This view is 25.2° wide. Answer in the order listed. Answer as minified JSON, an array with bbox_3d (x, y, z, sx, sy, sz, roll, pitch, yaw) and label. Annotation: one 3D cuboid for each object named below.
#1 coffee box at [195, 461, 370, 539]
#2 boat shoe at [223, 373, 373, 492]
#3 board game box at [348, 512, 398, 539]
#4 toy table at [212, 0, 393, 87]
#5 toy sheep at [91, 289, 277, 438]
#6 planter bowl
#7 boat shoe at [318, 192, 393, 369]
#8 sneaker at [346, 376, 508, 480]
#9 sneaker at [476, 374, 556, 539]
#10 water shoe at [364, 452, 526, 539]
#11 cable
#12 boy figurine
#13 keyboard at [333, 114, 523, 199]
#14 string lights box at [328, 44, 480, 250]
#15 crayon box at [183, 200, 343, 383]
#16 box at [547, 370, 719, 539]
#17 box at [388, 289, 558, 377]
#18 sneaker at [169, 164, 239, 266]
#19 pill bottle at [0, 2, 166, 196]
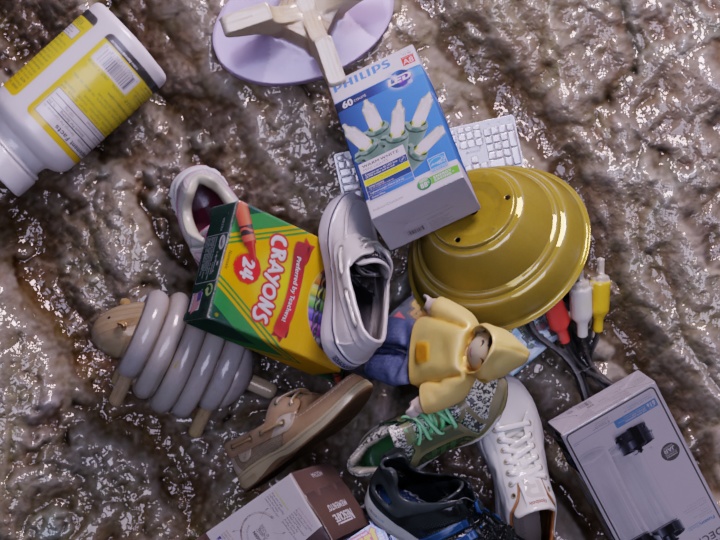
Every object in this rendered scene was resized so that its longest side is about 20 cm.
[{"bbox_3d":[-0.103,0.281,1.612,0.200,0.113,0.080,-37,78,17],"label":"coffee box"},{"bbox_3d":[-0.069,0.154,1.641,0.200,0.071,0.065,-39,77,31],"label":"boat shoe"},{"bbox_3d":[0.041,0.321,1.674,0.199,0.062,0.201,-20,88,-3],"label":"board game box"},{"bbox_3d":[-0.058,-0.269,1.686,0.200,0.117,0.184,-30,88,-4],"label":"toy table"},{"bbox_3d":[-0.180,0.091,1.654,0.199,0.138,0.138,22,85,-14],"label":"toy sheep"},{"bbox_3d":[0.127,-0.043,1.640,0.200,0.084,0.201,-13,54,19],"label":"planter bowl"},{"bbox_3d":[0.000,0.000,1.607,0.072,0.066,0.201,30,47,-29],"label":"boat shoe"},{"bbox_3d":[0.065,0.162,1.637,0.200,0.089,0.077,-40,77,22],"label":"sneaker"},{"bbox_3d":[0.171,0.206,1.660,0.073,0.085,0.201,-12,96,-17],"label":"sneaker"},{"bbox_3d":[0.099,0.251,1.601,0.199,0.072,0.079,23,129,6],"label":"water shoe"},{"bbox_3d":[0.229,0.089,1.670,0.097,0.050,0.201,-19,105,-12],"label":"cable"},{"bbox_3d":[0.074,0.086,1.596,0.200,0.064,0.125,4,75,42],"label":"boy figurine"},{"bbox_3d":[0.074,-0.119,1.731,0.199,0.011,0.057,-13,86,-2],"label":"keyboard"},{"bbox_3d":[0.043,-0.128,1.647,0.102,0.059,0.200,-25,50,8],"label":"string lights box"},{"bbox_3d":[-0.072,0.025,1.638,0.200,0.051,0.127,24,69,-33],"label":"crayon box"},{"bbox_3d":[0.292,0.220,1.667,0.116,0.060,0.200,-28,101,-4],"label":"box"},{"bbox_3d":[0.131,0.049,1.706,0.200,0.040,0.137,-40,88,-4],"label":"box"},{"bbox_3d":[-0.141,-0.020,1.679,0.081,0.088,0.200,-31,88,-3],"label":"sneaker"},{"bbox_3d":[-0.309,-0.173,1.673,0.200,0.111,0.111,-42,88,-4],"label":"pill bottle"}]
